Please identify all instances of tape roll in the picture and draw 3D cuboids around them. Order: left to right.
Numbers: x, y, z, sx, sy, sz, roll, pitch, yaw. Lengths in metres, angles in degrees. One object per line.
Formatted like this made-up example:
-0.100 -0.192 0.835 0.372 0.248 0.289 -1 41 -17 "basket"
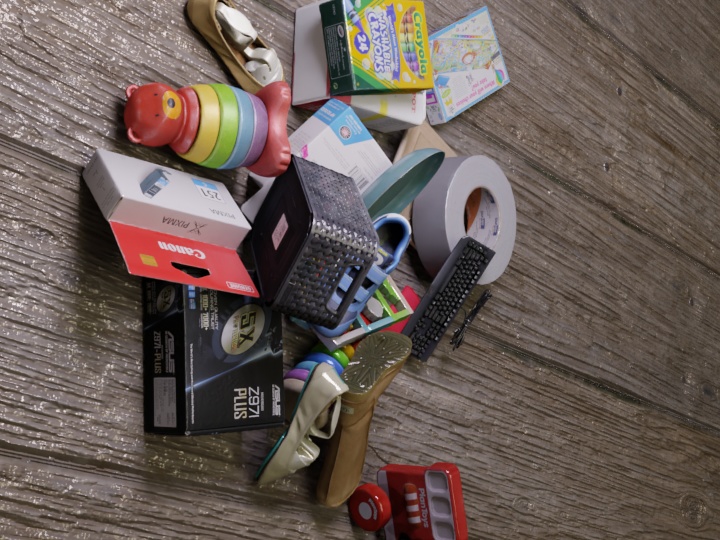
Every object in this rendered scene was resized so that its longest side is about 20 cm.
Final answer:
0.165 -0.078 1.828 0.199 0.066 0.203 0 91 -51 "tape roll"

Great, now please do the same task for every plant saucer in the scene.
0.039 -0.105 1.644 0.027 0.200 0.200 47 46 10 "plant saucer"

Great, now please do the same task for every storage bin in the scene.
-0.062 -0.038 1.456 0.093 0.201 0.136 20 115 -22 "storage bin"

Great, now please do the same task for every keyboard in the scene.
0.144 0.052 1.772 0.127 0.021 0.201 26 100 -41 "keyboard"

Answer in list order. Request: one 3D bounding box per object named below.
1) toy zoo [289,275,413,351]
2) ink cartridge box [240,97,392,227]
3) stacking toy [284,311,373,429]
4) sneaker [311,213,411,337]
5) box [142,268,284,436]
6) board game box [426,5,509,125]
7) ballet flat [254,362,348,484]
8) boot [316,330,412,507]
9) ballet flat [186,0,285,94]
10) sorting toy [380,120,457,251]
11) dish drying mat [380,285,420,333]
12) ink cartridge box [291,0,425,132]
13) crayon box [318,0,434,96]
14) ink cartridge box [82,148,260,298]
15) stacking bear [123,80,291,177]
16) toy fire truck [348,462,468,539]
-0.026 0.037 1.643 0.199 0.020 0.132 -19 70 -46 "toy zoo"
-0.068 -0.122 1.589 0.200 0.068 0.115 -42 121 -5 "ink cartridge box"
-0.039 0.124 1.628 0.086 0.085 0.200 59 45 -25 "stacking toy"
0.000 0.000 1.573 0.074 0.082 0.201 36 76 -8 "sneaker"
-0.183 0.101 1.468 0.163 0.086 0.202 3 84 -47 "box"
0.161 -0.337 1.909 0.200 0.034 0.136 -35 112 -43 "board game box"
-0.073 0.212 1.517 0.069 0.069 0.201 0 125 -46 "ballet flat"
0.000 0.201 1.621 0.175 0.066 0.202 -38 146 -48 "boot"
-0.151 -0.291 1.553 0.200 0.063 0.069 44 57 -35 "ballet flat"
0.100 -0.122 1.831 0.200 0.036 0.186 45 57 -41 "sorting toy"
0.038 0.113 1.752 0.200 0.018 0.077 -50 122 -36 "dish drying mat"
0.000 -0.293 1.698 0.199 0.083 0.147 10 79 -45 "ink cartridge box"
0.036 -0.313 1.640 0.199 0.051 0.127 -11 94 -46 "crayon box"
-0.216 -0.056 1.403 0.199 0.045 0.177 13 34 -45 "ink cartridge box"
-0.199 -0.185 1.462 0.198 0.113 0.123 6 79 -35 "stacking bear"
0.084 0.373 1.668 0.112 0.167 0.202 -11 95 -46 "toy fire truck"
